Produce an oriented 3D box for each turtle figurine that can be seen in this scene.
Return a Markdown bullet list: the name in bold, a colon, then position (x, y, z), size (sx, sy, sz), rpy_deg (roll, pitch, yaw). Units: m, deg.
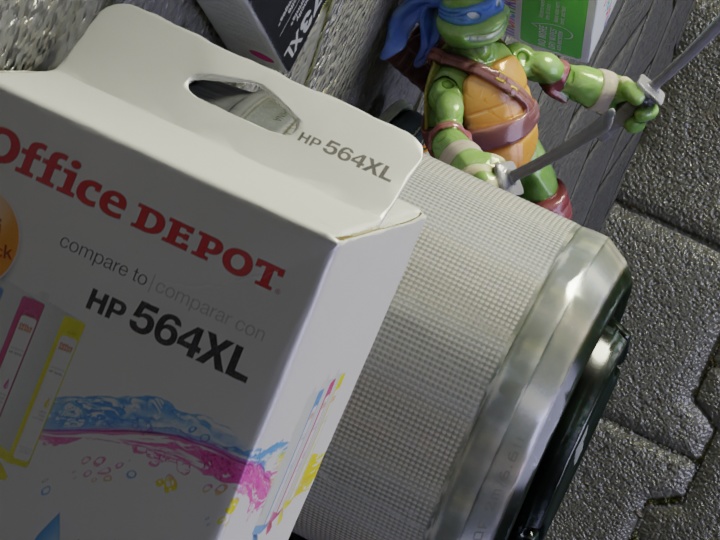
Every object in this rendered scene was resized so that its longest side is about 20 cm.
- **turtle figurine**: position (0.103, -0.051, 1.167), size (0.144, 0.199, 0.195), rpy_deg (-69, 160, -50)

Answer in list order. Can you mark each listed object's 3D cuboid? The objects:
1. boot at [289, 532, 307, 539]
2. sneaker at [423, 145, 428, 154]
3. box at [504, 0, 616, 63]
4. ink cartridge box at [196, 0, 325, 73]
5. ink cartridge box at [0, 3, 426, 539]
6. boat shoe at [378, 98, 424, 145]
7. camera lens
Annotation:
- **boot**: position (-0.029, 0.200, 0.981), size (0.154, 0.073, 0.205), rpy_deg (-149, -114, -68)
- **sneaker**: position (0.055, -0.033, 1.362), size (0.200, 0.092, 0.076), rpy_deg (-53, 165, -49)
- **box**: position (0.121, -0.239, 1.205), size (0.200, 0.096, 0.177), rpy_deg (82, 32, -75)
- **ink cartridge box**: position (-0.028, -0.136, 0.827), size (0.095, 0.037, 0.200), rpy_deg (-64, 173, -6)
- **ink cartridge box**: position (-0.075, 0.027, 0.690), size (0.125, 0.128, 0.201), rpy_deg (-23, 137, -76)
- **boat shoe**: position (0.000, 0.000, 1.230), size (0.201, 0.062, 0.073), rpy_deg (-64, 169, -13)
- **camera lens**: position (-0.001, 0.028, 0.875), size (0.160, 0.199, 0.160), rpy_deg (-61, 170, -19)
